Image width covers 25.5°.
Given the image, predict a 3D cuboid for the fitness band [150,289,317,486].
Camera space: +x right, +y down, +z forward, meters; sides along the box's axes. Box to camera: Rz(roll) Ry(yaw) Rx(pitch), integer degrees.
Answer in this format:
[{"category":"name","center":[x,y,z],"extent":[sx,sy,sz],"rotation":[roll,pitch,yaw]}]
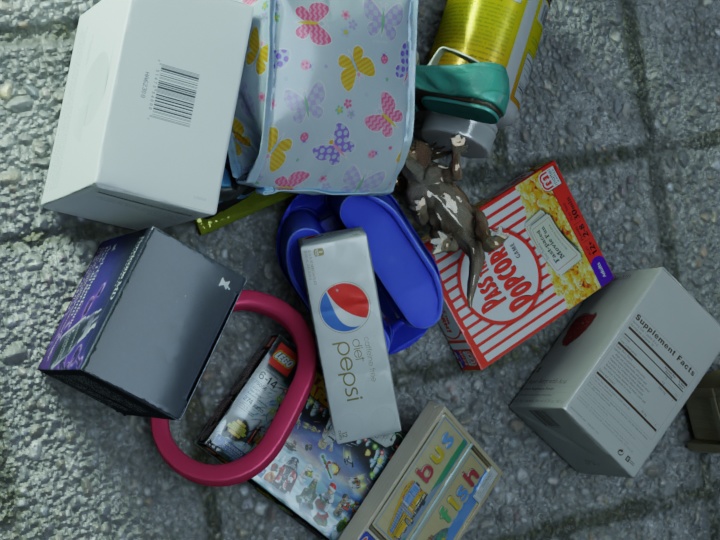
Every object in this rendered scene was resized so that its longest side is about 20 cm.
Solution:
[{"category":"fitness band","center":[-0.126,0.116,1.577],"extent":[0.143,0.037,0.201],"rotation":[25,72,6]}]

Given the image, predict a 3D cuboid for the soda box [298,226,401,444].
[{"category":"soda box","center":[-0.011,0.062,1.564],"extent":[0.068,0.064,0.201],"rotation":[-11,101,-3]}]

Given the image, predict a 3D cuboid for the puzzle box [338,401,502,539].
[{"category":"puzzle box","center":[0.060,0.253,1.664],"extent":[0.200,0.025,0.133],"rotation":[-56,129,-17]}]

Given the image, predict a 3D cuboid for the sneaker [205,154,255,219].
[{"category":"sneaker","center":[-0.108,-0.129,1.604],"extent":[0.073,0.082,0.200],"rotation":[43,52,3]}]

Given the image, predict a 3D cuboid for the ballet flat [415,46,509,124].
[{"category":"ballet flat","center":[0.064,-0.196,1.638],"extent":[0.067,0.199,0.071],"rotation":[48,56,-59]}]

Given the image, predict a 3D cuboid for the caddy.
[{"category":"caddy","center":[0.000,0.000,1.641],"extent":[0.141,0.105,0.200],"rotation":[-33,100,2]}]

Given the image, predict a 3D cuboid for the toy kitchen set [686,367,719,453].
[{"category":"toy kitchen set","center":[0.501,0.181,1.807],"extent":[0.199,0.180,0.164],"rotation":[-18,95,-24]}]

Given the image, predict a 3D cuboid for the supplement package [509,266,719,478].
[{"category":"supplement package","center":[0.283,0.110,1.746],"extent":[0.120,0.121,0.200],"rotation":[43,71,-15]}]

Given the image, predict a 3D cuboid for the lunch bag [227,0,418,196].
[{"category":"lunch bag","center":[-0.044,-0.172,1.532],"extent":[0.169,0.127,0.201],"rotation":[-1,92,-27]}]

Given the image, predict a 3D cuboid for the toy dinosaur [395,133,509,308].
[{"category":"toy dinosaur","center":[0.089,-0.065,1.656],"extent":[0.086,0.136,0.201],"rotation":[-29,93,-4]}]

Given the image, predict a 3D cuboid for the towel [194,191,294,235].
[{"category":"towel","center":[-0.094,-0.113,1.651],"extent":[0.199,0.018,0.086],"rotation":[-25,96,-23]}]

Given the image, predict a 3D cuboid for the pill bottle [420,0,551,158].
[{"category":"pill bottle","center":[0.130,-0.227,1.708],"extent":[0.109,0.109,0.201],"rotation":[22,78,-21]}]

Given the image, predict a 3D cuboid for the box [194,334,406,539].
[{"category":"box","center":[-0.052,0.180,1.637],"extent":[0.200,0.040,0.137],"rotation":[39,71,-16]}]

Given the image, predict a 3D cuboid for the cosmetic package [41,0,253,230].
[{"category":"cosmetic package","center":[-0.204,-0.151,1.505],"extent":[0.122,0.200,0.200],"rotation":[14,81,-25]}]

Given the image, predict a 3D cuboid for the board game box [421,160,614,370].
[{"category":"board game box","center":[0.162,-0.005,1.741],"extent":[0.200,0.046,0.152],"rotation":[-33,99,-22]}]

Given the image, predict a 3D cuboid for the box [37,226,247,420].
[{"category":"box","center":[-0.207,0.051,1.489],"extent":[0.104,0.200,0.148],"rotation":[29,75,-18]}]
